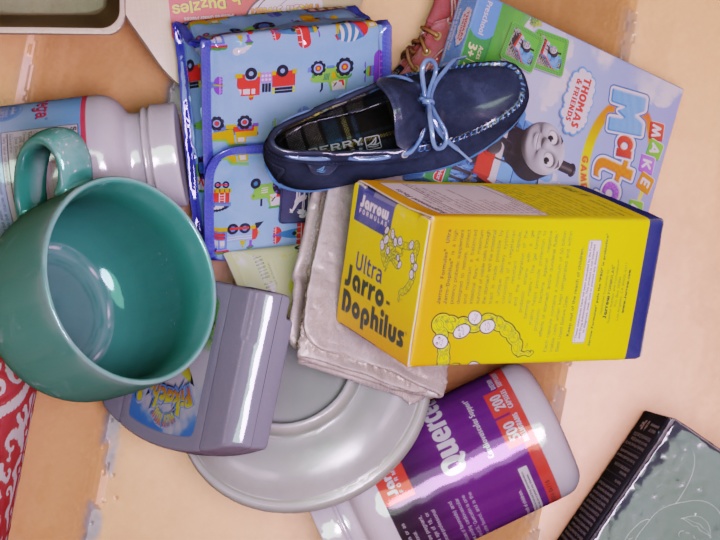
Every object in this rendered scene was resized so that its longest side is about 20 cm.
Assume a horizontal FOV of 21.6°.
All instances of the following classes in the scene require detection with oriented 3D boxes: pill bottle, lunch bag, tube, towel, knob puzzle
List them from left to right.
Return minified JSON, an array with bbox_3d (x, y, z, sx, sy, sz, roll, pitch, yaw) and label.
[{"bbox_3d":[-0.238,-0.078,1.464,0.200,0.109,0.109,-7,89,-1],"label":"pill bottle"},{"bbox_3d":[-0.094,-0.216,1.499,0.220,0.030,0.220,-1,93,-17],"label":"knob puzzle"},{"bbox_3d":[-0.058,-0.096,1.469,0.151,0.094,0.200,-8,109,-17],"label":"lunch bag"},{"bbox_3d":[0.000,0.000,1.461,0.200,0.058,0.052,-8,95,-19],"label":"tube"},{"bbox_3d":[0.019,-0.008,1.416,0.133,0.034,0.200,21,68,-25],"label":"towel"},{"bbox_3d":[0.060,0.159,1.460,0.200,0.112,0.112,-26,89,-1],"label":"pill bottle"}]

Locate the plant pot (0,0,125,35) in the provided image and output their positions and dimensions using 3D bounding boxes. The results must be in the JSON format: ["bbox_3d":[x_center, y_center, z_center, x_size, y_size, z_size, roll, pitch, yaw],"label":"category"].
[{"bbox_3d":[-0.267,-0.268,1.431,0.200,0.177,0.200,0,90,0],"label":"plant pot"}]

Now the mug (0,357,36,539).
[{"bbox_3d":[-0.333,0.118,1.465,0.177,0.133,0.200,10,94,29],"label":"mug"}]

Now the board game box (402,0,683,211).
[{"bbox_3d":[0.144,-0.106,1.456,0.200,0.037,0.151,21,81,-26],"label":"board game box"}]

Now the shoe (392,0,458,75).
[{"bbox_3d":[0.061,-0.169,1.485,0.091,0.071,0.200,-8,94,-6],"label":"shoe"}]

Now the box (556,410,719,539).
[{"bbox_3d":[0.255,0.244,1.454,0.200,0.124,0.197,35,88,0],"label":"box"}]

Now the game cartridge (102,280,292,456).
[{"bbox_3d":[-0.129,0.070,1.429,0.040,0.200,0.133,8,91,-37],"label":"game cartridge"}]

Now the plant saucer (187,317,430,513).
[{"bbox_3d":[-0.048,0.086,1.440,0.200,0.050,0.200,-7,56,10],"label":"plant saucer"}]

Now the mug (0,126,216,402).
[{"bbox_3d":[-0.198,0.005,1.382,0.152,0.114,0.185,20,63,-37],"label":"mug"}]

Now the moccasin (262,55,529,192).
[{"bbox_3d":[0.028,-0.102,1.360,0.200,0.068,0.080,-22,73,-2],"label":"moccasin"}]

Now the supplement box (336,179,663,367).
[{"bbox_3d":[0.100,0.001,1.356,0.200,0.109,0.110,0,106,-29],"label":"supplement box"}]
